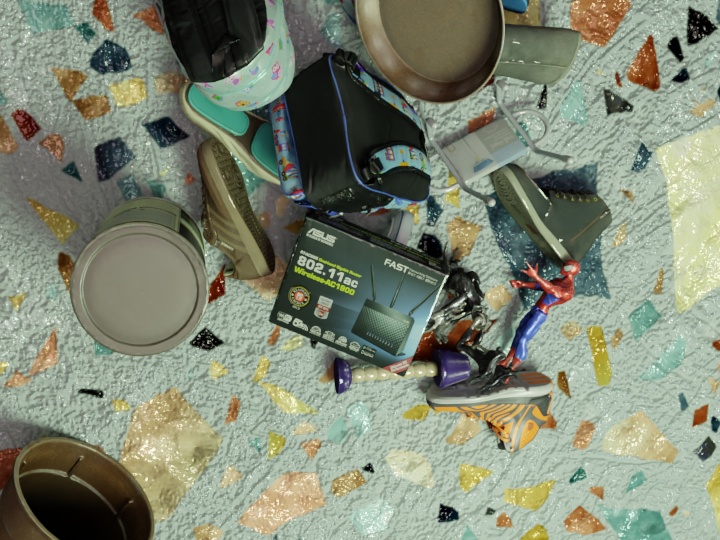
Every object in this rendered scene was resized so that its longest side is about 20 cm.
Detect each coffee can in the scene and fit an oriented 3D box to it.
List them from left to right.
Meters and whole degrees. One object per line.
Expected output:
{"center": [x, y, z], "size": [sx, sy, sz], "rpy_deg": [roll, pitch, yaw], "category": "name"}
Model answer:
{"center": [-0.256, -0.002, 0.888], "size": [0.144, 0.200, 0.149], "rpy_deg": [-3, 104, -12], "category": "coffee can"}

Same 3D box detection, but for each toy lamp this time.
{"center": [0.061, 0.144, 1.074], "size": [0.197, 0.058, 0.059], "rpy_deg": [-1, 103, -12], "category": "toy lamp"}

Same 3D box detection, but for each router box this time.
{"center": [-0.002, 0.028, 0.960], "size": [0.197, 0.062, 0.152], "rpy_deg": [21, 107, -1], "category": "router box"}

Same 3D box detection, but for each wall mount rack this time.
{"center": [0.177, -0.156, 0.978], "size": [0.198, 0.175, 0.075], "rpy_deg": [-28, 151, -5], "category": "wall mount rack"}

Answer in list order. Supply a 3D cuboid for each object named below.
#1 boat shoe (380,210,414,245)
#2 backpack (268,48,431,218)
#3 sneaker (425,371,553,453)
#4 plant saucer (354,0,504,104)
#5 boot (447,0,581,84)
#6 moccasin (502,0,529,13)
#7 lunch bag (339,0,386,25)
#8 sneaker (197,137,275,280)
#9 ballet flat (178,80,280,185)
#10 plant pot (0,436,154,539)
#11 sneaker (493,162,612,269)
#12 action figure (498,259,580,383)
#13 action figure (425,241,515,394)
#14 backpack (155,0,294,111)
{"center": [0.000, 0.000, 1.023], "size": [0.085, 0.075, 0.204], "rpy_deg": [25, 104, -4], "category": "boat shoe"}
{"center": [0.000, -0.155, 0.935], "size": [0.133, 0.199, 0.185], "rpy_deg": [-21, 75, 32], "category": "backpack"}
{"center": [0.193, 0.219, 1.111], "size": [0.196, 0.078, 0.114], "rpy_deg": [-1, 108, -8], "category": "sneaker"}
{"center": [0.083, -0.294, 0.862], "size": [0.034, 0.199, 0.202], "rpy_deg": [-42, 112, -39], "category": "plant saucer"}
{"center": [0.188, -0.301, 0.948], "size": [0.197, 0.182, 0.074], "rpy_deg": [9, 76, -8], "category": "boot"}
{"center": [0.181, -0.377, 0.914], "size": [0.079, 0.200, 0.069], "rpy_deg": [21, 95, 17], "category": "moccasin"}
{"center": [0.044, -0.416, 0.929], "size": [0.199, 0.076, 0.161], "rpy_deg": [-34, 106, -2], "category": "lunch bag"}
{"center": [-0.175, -0.067, 0.943], "size": [0.074, 0.071, 0.202], "rpy_deg": [-13, 122, 12], "category": "sneaker"}
{"center": [-0.147, -0.168, 0.949], "size": [0.199, 0.069, 0.070], "rpy_deg": [39, 92, -19], "category": "ballet flat"}
{"center": [-0.404, 0.357, 0.952], "size": [0.199, 0.201, 0.199], "rpy_deg": [38, 100, -18], "category": "plant pot"}
{"center": [0.274, -0.102, 1.062], "size": [0.106, 0.075, 0.200], "rpy_deg": [-46, 118, -4], "category": "sneaker"}
{"center": [0.232, 0.054, 1.072], "size": [0.098, 0.065, 0.201], "rpy_deg": [34, 107, -8], "category": "action figure"}
{"center": [0.135, 0.066, 1.031], "size": [0.101, 0.202, 0.119], "rpy_deg": [-29, 152, 17], "category": "action figure"}
{"center": [-0.150, -0.289, 0.853], "size": [0.165, 0.126, 0.203], "rpy_deg": [-22, 72, 17], "category": "backpack"}
